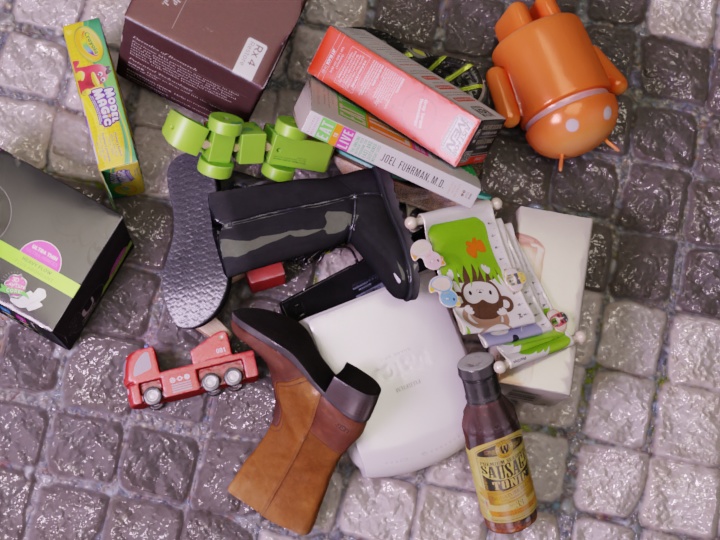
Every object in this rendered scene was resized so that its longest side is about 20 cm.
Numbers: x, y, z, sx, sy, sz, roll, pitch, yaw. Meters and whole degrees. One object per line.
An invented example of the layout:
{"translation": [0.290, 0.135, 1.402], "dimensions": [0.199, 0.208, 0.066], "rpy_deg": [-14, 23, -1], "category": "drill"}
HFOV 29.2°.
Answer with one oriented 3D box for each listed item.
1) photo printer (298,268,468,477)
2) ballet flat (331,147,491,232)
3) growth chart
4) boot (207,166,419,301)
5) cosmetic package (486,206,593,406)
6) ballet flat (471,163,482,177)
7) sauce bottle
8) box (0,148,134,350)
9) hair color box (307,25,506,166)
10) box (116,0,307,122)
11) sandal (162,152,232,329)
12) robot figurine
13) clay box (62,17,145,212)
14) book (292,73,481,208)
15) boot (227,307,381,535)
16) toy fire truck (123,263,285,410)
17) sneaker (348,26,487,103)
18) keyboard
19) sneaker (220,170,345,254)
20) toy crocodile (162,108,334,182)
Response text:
{"translation": [0.041, 0.119, 1.516], "dimensions": [0.166, 0.069, 0.201], "rpy_deg": [-21, 88, -11], "category": "photo printer"}
{"translation": [0.052, -0.081, 1.579], "dimensions": [0.199, 0.068, 0.068], "rpy_deg": [19, 104, 2], "category": "ballet flat"}
{"translation": [0.138, 0.014, 1.458], "dimensions": [0.144, 0.018, 0.201], "rpy_deg": [-23, 78, -33], "category": "growth chart"}
{"translation": [-0.051, -0.025, 1.465], "dimensions": [0.199, 0.066, 0.165], "rpy_deg": [-10, 61, -15], "category": "boot"}
{"translation": [0.195, 0.042, 1.539], "dimensions": [0.087, 0.103, 0.201], "rpy_deg": [11, 75, -2], "category": "cosmetic package"}
{"translation": [0.051, -0.157, 1.602], "dimensions": [0.199, 0.046, 0.068], "rpy_deg": [28, 76, 3], "category": "ballet flat"}
{"translation": [0.141, 0.184, 1.473], "dimensions": [0.066, 0.066, 0.201], "rpy_deg": [-20, 113, -8], "category": "sauce bottle"}
{"translation": [-0.372, -0.030, 1.506], "dimensions": [0.199, 0.124, 0.149], "rpy_deg": [28, 77, 4], "category": "box"}
{"translation": [0.051, -0.191, 1.512], "dimensions": [0.200, 0.101, 0.061], "rpy_deg": [34, 108, 16], "category": "hair color box"}
{"translation": [-0.159, -0.278, 1.529], "dimensions": [0.164, 0.200, 0.166], "rpy_deg": [26, 76, -7], "category": "box"}
{"translation": [-0.174, -0.031, 1.518], "dimensions": [0.076, 0.043, 0.201], "rpy_deg": [-3, 72, 10], "category": "sandal"}
{"translation": [0.226, -0.216, 1.593], "dimensions": [0.116, 0.144, 0.201], "rpy_deg": [-28, 77, 30], "category": "robot figurine"}
{"translation": [-0.283, -0.166, 1.547], "dimensions": [0.047, 0.115, 0.201], "rpy_deg": [-16, 79, -8], "category": "clay box"}
{"translation": [0.028, -0.136, 1.494], "dimensions": [0.199, 0.134, 0.048], "rpy_deg": [24, 107, -13], "category": "book"}
{"translation": [-0.092, 0.159, 1.485], "dimensions": [0.188, 0.068, 0.201], "rpy_deg": [31, 115, 6], "category": "boot"}
{"translation": [-0.171, 0.067, 1.535], "dimensions": [0.199, 0.049, 0.142], "rpy_deg": [-13, 78, -6], "category": "toy fire truck"}
{"translation": [0.054, -0.223, 1.610], "dimensions": [0.199, 0.076, 0.076], "rpy_deg": [25, 88, 21], "category": "sneaker"}
{"translation": [0.000, 0.000, 1.548], "dimensions": [0.199, 0.021, 0.127], "rpy_deg": [-27, 117, -9], "category": "keyboard"}
{"translation": [-0.105, -0.077, 1.556], "dimensions": [0.199, 0.081, 0.074], "rpy_deg": [12, 76, -1], "category": "sneaker"}
{"translation": [-0.119, -0.140, 1.518], "dimensions": [0.199, 0.062, 0.068], "rpy_deg": [2, 117, -28], "category": "toy crocodile"}
